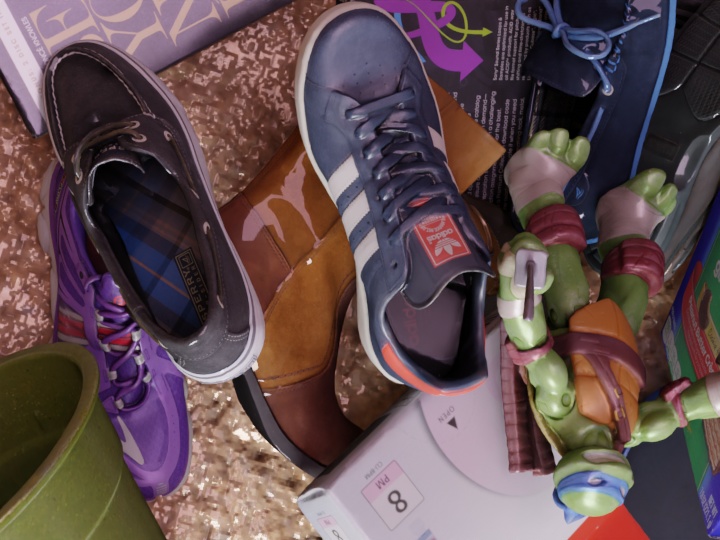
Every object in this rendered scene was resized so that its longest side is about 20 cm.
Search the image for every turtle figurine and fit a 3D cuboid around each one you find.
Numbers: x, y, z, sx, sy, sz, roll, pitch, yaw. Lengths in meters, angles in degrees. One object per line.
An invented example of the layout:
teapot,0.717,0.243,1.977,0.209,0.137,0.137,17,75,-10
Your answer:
turtle figurine,0.137,0.010,0.814,0.142,0.201,0.195,-1,51,1

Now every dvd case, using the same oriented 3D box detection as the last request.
dvd case,-0.121,-0.183,0.870,0.199,0.016,0.150,-30,101,-14

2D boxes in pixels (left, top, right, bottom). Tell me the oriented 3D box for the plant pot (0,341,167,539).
plant pot,-0.162,0.173,0.831,0.200,0.200,0.191,-41,114,-14

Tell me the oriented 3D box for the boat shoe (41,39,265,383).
boat shoe,-0.110,-0.037,0.793,0.069,0.066,0.201,-27,69,6

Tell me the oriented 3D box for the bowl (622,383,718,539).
bowl,0.234,0.157,1.023,0.199,0.039,0.203,0,90,-18

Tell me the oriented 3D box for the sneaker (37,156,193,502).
sneaker,-0.134,0.029,0.879,0.080,0.083,0.202,-12,95,-17

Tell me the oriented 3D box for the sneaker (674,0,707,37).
sneaker,0.226,-0.093,1.002,0.083,0.071,0.201,-38,104,-25

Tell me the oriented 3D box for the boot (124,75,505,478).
boot,0.000,0.000,0.876,0.200,0.068,0.188,-47,115,-4

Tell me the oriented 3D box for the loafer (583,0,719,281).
loafer,0.201,-0.081,0.959,0.063,0.072,0.201,17,107,-48

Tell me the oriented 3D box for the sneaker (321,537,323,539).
sneaker,0.063,0.127,0.939,0.199,0.078,0.091,-32,111,-16

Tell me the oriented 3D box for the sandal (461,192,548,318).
sandal,0.044,-0.021,0.918,0.082,0.055,0.200,-41,121,4

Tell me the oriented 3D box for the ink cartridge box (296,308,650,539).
ink cartridge box,0.086,0.144,0.876,0.162,0.057,0.200,-41,92,-29

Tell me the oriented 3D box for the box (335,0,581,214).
box,0.078,-0.096,0.955,0.198,0.036,0.144,-3,109,-20

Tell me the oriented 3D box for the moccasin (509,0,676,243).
moccasin,0.125,-0.107,0.901,0.068,0.080,0.202,-6,109,-30

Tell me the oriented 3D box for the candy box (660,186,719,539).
candy box,0.238,0.022,0.887,0.076,0.170,0.201,8,129,-9

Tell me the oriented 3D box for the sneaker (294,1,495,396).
sneaker,0.026,-0.031,0.794,0.074,0.084,0.202,-22,112,-15
